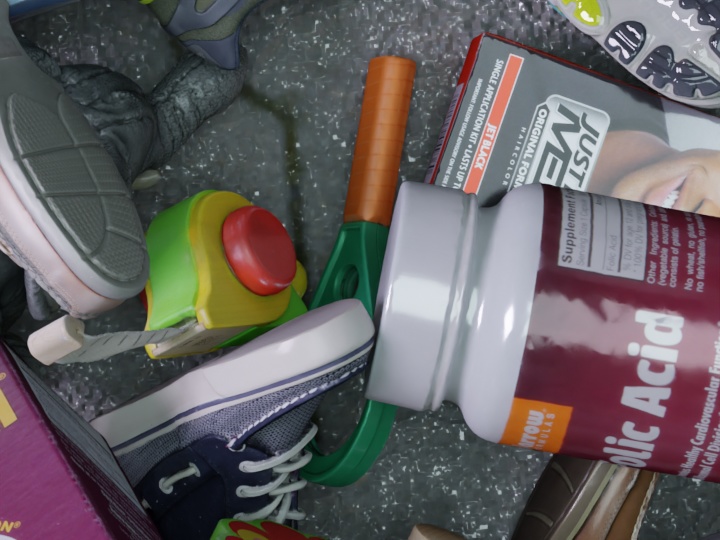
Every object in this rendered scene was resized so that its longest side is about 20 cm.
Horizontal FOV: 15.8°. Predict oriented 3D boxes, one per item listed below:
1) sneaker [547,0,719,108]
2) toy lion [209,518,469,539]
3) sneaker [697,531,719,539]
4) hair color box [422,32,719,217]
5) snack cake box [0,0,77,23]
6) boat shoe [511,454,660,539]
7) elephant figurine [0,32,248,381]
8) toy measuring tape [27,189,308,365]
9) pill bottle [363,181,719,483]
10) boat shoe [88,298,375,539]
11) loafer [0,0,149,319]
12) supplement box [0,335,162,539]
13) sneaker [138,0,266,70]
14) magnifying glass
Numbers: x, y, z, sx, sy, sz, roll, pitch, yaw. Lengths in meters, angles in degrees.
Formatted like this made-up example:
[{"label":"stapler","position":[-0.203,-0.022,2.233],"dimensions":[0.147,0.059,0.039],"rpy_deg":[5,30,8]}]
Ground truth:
[{"label":"sneaker","position":[0.107,-0.144,1.195],"dimensions":[0.077,0.080,0.200],"rpy_deg":[-43,74,10]},{"label":"toy lion","position":[0.032,0.165,1.080],"dimensions":[0.200,0.192,0.069],"rpy_deg":[31,99,29]},{"label":"sneaker","position":[0.146,0.212,1.186],"dimensions":[0.067,0.108,0.202],"rpy_deg":[33,96,35]},{"label":"hair color box","position":[0.131,-0.030,1.204],"dimensions":[0.199,0.061,0.102],"rpy_deg":[19,91,-4]},{"label":"snack cake box","position":[-0.156,-0.167,1.126],"dimensions":[0.067,0.200,0.115],"rpy_deg":[-17,95,-46]},{"label":"boat shoe","position":[0.103,0.145,1.208],"dimensions":[0.068,0.072,0.200],"rpy_deg":[27,99,-7]},{"label":"elephant figurine","position":[-0.151,-0.042,1.144],"dimensions":[0.200,0.155,0.141],"rpy_deg":[-44,117,10]},{"label":"toy measuring tape","position":[-0.085,0.001,1.141],"dimensions":[0.073,0.200,0.074],"rpy_deg":[2,93,31]},{"label":"pill bottle","position":[0.107,0.026,1.119],"dimensions":[0.199,0.114,0.115],"rpy_deg":[10,91,-1]},{"label":"boat shoe","position":[-0.042,0.079,1.141],"dimensions":[0.075,0.200,0.093],"rpy_deg":[-27,91,-34]},{"label":"loafer","position":[-0.157,-0.059,1.063],"dimensions":[0.063,0.072,0.200],"rpy_deg":[-39,74,25]},{"label":"supplement box","position":[-0.144,0.140,1.062],"dimensions":[0.131,0.200,0.103],"rpy_deg":[-38,135,-1]},{"label":"sneaker","position":[-0.022,-0.171,1.189],"dimensions":[0.200,0.074,0.081],"rpy_deg":[-39,106,-9]},{"label":"magnifying glass","position":[0.000,0.000,1.201],"dimensions":[0.022,0.080,0.201],"rpy_deg":[13,80,-32]}]
